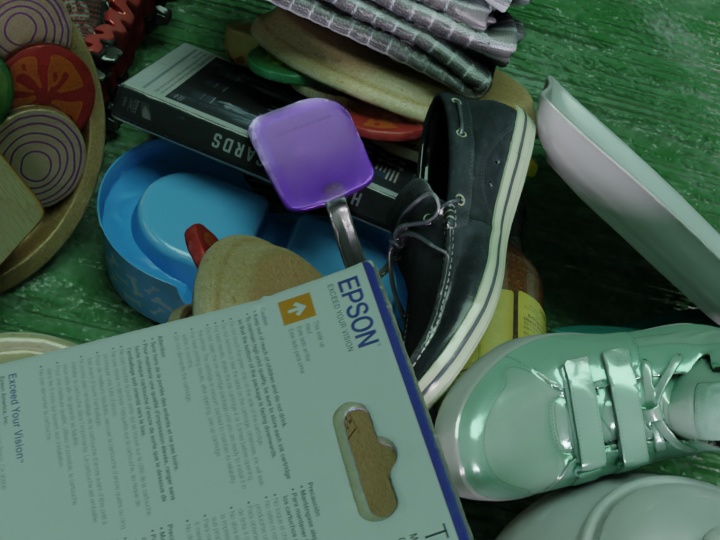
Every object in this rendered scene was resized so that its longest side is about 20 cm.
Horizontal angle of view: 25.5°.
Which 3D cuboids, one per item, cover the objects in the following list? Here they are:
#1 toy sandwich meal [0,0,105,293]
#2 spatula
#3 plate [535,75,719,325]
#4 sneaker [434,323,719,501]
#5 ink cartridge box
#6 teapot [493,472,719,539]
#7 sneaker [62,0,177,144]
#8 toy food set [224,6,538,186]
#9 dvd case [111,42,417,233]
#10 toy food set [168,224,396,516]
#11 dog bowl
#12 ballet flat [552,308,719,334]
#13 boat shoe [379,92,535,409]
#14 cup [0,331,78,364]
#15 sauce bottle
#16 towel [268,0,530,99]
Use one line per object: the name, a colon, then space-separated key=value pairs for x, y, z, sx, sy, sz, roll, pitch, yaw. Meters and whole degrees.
toy sandwich meal: x=-0.212 y=-0.064 z=0.818 sx=0.204 sy=0.207 sz=0.070 roll=-19 pitch=21 yaw=-31
spatula: x=0.000 y=0.000 z=0.852 sx=0.056 sy=0.021 sz=0.202 roll=-21 pitch=83 yaw=-9
plate: x=0.173 y=-0.033 z=0.940 sx=0.200 sy=0.032 sz=0.200 roll=43 pitch=12 yaw=-1
sneaker: x=0.136 y=0.062 z=0.759 sx=0.199 sy=0.118 sz=0.075 roll=-15 pitch=96 yaw=-32
ink cartridge box: x=-0.064 y=0.098 z=0.564 sx=0.198 sy=0.041 sz=0.201 roll=-15 pitch=44 yaw=-3
teapot: x=0.142 y=0.170 z=0.760 sx=0.196 sy=0.147 sz=0.200 roll=33 pitch=49 yaw=10
sneaker: x=-0.178 y=-0.145 z=0.968 sx=0.097 sy=0.071 sz=0.202 roll=15 pitch=51 yaw=3
toy food set: x=0.018 y=-0.114 z=0.985 sx=0.198 sy=0.049 sz=0.198 roll=13 pitch=19 yaw=-23
dvd case: x=-0.035 y=-0.077 z=0.945 sx=0.198 sy=0.025 sz=0.150 roll=22 pitch=18 yaw=1
toy food set: x=-0.030 y=0.073 z=0.743 sx=0.199 sy=0.048 sz=0.200 roll=60 pitch=19 yaw=-21
dog bowl: x=-0.056 y=-0.001 z=0.902 sx=0.198 sy=0.050 sz=0.112 roll=21 pitch=47 yaw=0
ballet flat: x=0.166 y=0.060 z=0.913 sx=0.070 sy=0.066 sz=0.199 roll=9 pitch=8 yaw=43
boat shoe: x=0.041 y=-0.013 z=0.820 sx=0.062 sy=0.075 sz=0.201 roll=24 pitch=55 yaw=-10
cup: x=-0.155 y=0.110 z=0.709 sx=0.198 sy=0.144 sz=0.202 roll=10 pitch=48 yaw=-11
sauce bottle: x=0.076 y=0.034 z=0.908 sx=0.065 sy=0.066 sz=0.201 roll=14 pitch=47 yaw=-7
towel: x=0.006 y=-0.179 z=0.946 sx=0.198 sy=0.086 sz=0.166 roll=23 pitch=10 yaw=-4
